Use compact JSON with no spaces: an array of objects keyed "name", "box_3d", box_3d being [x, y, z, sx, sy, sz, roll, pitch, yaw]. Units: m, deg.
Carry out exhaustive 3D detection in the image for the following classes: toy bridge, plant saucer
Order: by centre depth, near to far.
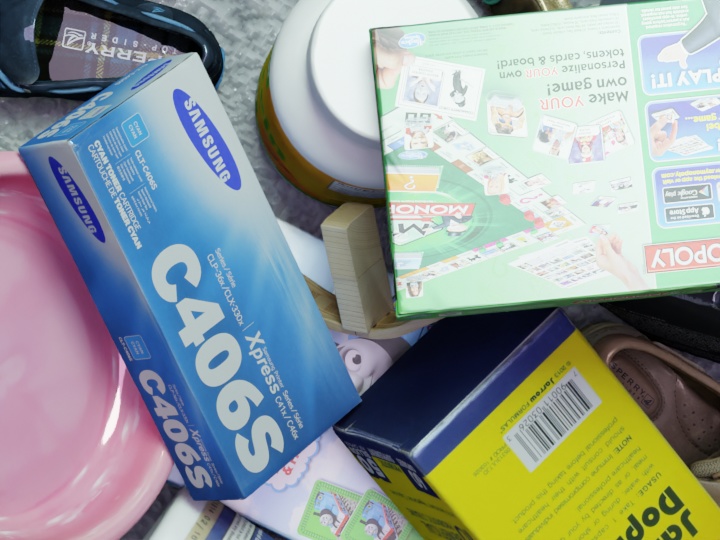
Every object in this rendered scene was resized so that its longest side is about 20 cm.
[{"name":"plant saucer","box_3d":[-0.171,0.044,1.311,0.200,0.051,0.201,6,81,-44]},{"name":"toy bridge","box_3d":[0.000,0.000,1.358,0.027,0.200,0.067,-41,130,-42]}]

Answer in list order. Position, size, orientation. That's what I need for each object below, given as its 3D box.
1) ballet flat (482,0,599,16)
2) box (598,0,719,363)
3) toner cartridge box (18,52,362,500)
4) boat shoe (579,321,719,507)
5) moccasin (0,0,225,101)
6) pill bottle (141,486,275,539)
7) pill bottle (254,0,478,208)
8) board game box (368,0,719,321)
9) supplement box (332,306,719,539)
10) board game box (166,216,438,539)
[{"name":"ballet flat","box_3d":[0.098,-0.144,1.452,0.065,0.071,0.200,-25,93,-21]},{"name":"box","box_3d":[0.193,-0.065,1.375,0.123,0.198,0.200,18,83,29]},{"name":"toner cartridge box","box_3d":[-0.081,0.004,1.337,0.095,0.043,0.200,-40,112,-39]},{"name":"boat shoe","box_3d":[0.190,0.102,1.436,0.200,0.065,0.071,36,82,-13]},{"name":"moccasin","box_3d":[-0.169,-0.129,1.421,0.200,0.068,0.081,2,86,-5]},{"name":"pill bottle","box_3d":[-0.038,0.208,1.391,0.200,0.111,0.111,35,84,-3]},{"name":"pill bottle","box_3d":[0.007,-0.093,1.370,0.111,0.200,0.111,0,86,-6]},{"name":"board game box","box_3d":[0.109,-0.053,1.248,0.200,0.029,0.135,-5,85,0]},{"name":"supplement box","box_3d":[0.100,0.121,1.382,0.110,0.109,0.200,-44,107,-13]},{"name":"board game box","box_3d":[-0.018,0.069,1.440,0.200,0.037,0.151,26,84,-3]}]
